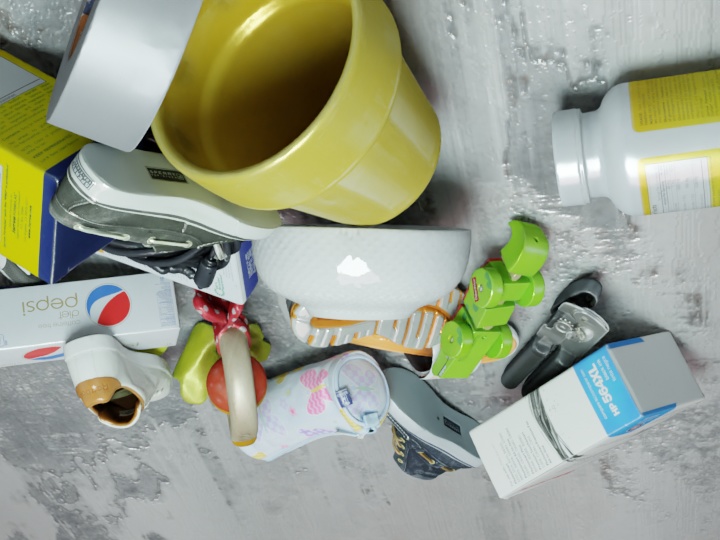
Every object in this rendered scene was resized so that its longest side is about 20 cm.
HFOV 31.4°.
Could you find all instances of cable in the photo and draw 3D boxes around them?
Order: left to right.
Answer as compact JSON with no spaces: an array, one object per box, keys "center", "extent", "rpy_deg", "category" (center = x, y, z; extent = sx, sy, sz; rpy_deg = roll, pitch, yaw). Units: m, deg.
[{"center":[-0.195,-0.065,1.120],"extent":[0.200,0.051,0.163],"rpy_deg":[36,145,-6],"category":"cable"}]

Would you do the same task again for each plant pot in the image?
[{"center":[-0.034,-0.128,1.018],"extent":[0.200,0.202,0.189],"rpy_deg":[-20,151,27],"category":"plant pot"}]

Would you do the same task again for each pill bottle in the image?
[{"center":[0.263,-0.105,1.062],"extent":[0.199,0.112,0.112],"rpy_deg":[-6,140,14],"category":"pill bottle"}]

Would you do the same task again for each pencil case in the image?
[{"center":[-0.058,0.151,1.411],"extent":[0.199,0.083,0.091],"rpy_deg":[-20,95,43],"category":"pencil case"}]

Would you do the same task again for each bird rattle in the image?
[{"center":[-0.125,0.091,1.320],"extent":[0.112,0.164,0.200],"rpy_deg":[-6,153,-18],"category":"bird rattle"}]

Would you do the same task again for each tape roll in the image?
[{"center":[-0.165,-0.191,0.934],"extent":[0.066,0.201,0.200],"rpy_deg":[21,139,-18],"category":"tape roll"}]

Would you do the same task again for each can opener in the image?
[{"center":[0.206,0.072,1.335],"extent":[0.053,0.067,0.200],"rpy_deg":[30,152,0],"category":"can opener"}]

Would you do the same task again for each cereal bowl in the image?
[{"center":[0.000,0.000,1.157],"extent":[0.199,0.084,0.200],"rpy_deg":[1,-178,0],"category":"cereal bowl"}]

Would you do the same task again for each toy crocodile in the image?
[{"center":[0.124,0.036,1.263],"extent":[0.067,0.062,0.200],"rpy_deg":[-1,137,-29],"category":"toy crocodile"}]

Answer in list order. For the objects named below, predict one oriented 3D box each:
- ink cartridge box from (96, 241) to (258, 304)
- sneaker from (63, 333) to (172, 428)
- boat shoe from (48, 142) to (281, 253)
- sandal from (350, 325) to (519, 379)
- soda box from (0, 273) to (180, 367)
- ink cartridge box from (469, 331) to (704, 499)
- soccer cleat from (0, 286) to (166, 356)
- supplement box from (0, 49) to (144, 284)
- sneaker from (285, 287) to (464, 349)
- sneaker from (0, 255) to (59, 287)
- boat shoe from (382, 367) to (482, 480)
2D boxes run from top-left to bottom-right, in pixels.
[{"center":[-0.198,-0.070,1.195],"extent":[0.199,0.043,0.197],"rpy_deg":[19,144,17],"category":"ink cartridge box"},{"center":[-0.244,0.127,1.311],"extent":[0.072,0.085,0.200],"rpy_deg":[-20,162,10],"category":"sneaker"},{"center":[-0.152,-0.050,1.013],"extent":[0.199,0.071,0.064],"rpy_deg":[12,130,-43],"category":"boat shoe"},{"center":[0.064,0.085,1.358],"extent":[0.205,0.059,0.079],"rpy_deg":[6,141,-1],"category":"sandal"},{"center":[-0.286,0.050,1.295],"extent":[0.199,0.064,0.068],"rpy_deg":[-6,163,-14],"category":"soda box"},{"center":[0.235,0.152,1.344],"extent":[0.200,0.085,0.146],"rpy_deg":[-37,161,35],"category":"ink cartridge box"},{"center":[-0.303,0.058,1.361],"extent":[0.199,0.065,0.084],"rpy_deg":[9,141,-3],"category":"soccer cleat"},{"center":[-0.293,-0.097,1.059],"extent":[0.199,0.109,0.110],"rpy_deg":[29,130,17],"category":"supplement box"},{"center":[0.016,0.029,1.290],"extent":[0.199,0.077,0.079],"rpy_deg":[3,115,-25],"category":"sneaker"},{"center":[-0.314,-0.032,1.225],"extent":[0.090,0.066,0.201],"rpy_deg":[39,150,29],"category":"sneaker"},{"center":[0.059,0.186,1.470],"extent":[0.091,0.071,0.200],"rpy_deg":[-28,133,28],"category":"boat shoe"}]
